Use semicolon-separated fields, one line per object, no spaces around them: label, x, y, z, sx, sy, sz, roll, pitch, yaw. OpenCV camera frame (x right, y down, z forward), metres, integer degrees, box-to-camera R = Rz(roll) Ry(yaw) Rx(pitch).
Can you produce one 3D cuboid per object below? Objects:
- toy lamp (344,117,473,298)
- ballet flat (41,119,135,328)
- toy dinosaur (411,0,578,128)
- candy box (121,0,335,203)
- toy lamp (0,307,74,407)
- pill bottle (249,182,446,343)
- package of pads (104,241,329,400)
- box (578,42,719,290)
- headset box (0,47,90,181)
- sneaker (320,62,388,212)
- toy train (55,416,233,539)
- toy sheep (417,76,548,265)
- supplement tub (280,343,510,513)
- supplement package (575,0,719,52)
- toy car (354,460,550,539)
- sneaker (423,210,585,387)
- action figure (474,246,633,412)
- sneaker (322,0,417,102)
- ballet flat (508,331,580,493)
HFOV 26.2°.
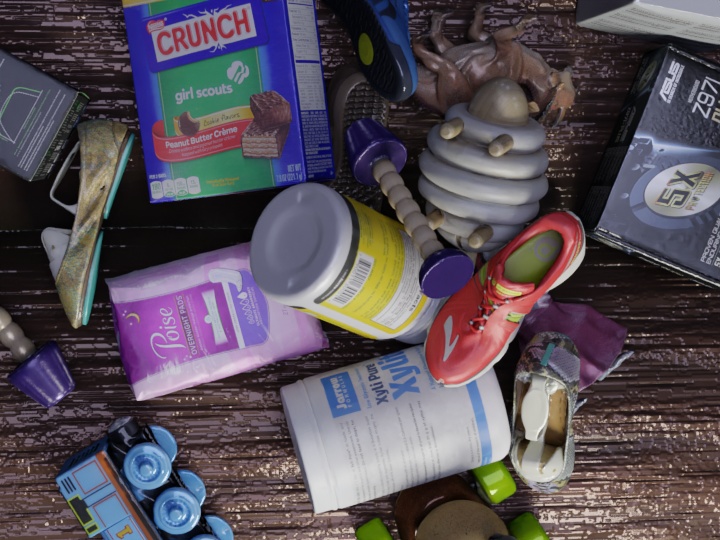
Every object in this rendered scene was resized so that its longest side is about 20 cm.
toy lamp;0.039;-0.063;1.392;0.058;0.058;0.200;-27;52;-5
ballet flat;-0.269;-0.048;1.479;0.070;0.071;0.201;14;86;-8
toy dinosaur;0.115;-0.184;1.515;0.199;0.086;0.136;-9;116;4
candy box;-0.123;-0.173;1.453;0.168;0.077;0.201;-6;93;22
toy lamp;-0.348;0.044;1.471;0.058;0.058;0.200;-41;96;-3
pill bottle;0.000;0.000;1.448;0.200;0.114;0.115;25;90;-49
package of pads;-0.139;0.042;1.496;0.199;0.076;0.121;-15;93;-6
box;0.330;-0.100;1.542;0.163;0.086;0.201;23;91;-8
headset box;-0.358;-0.168;1.405;0.199;0.174;0.093;29;90;-7
sneaker;-0.015;-0.104;1.513;0.070;0.076;0.201;7;112;-21
toy train;-0.204;0.241;1.499;0.114;0.087;0.201;-30;99;5
toy sheep;0.113;-0.085;1.454;0.137;0.138;0.201;13;112;-8
supplement tub;0.033;0.146;1.496;0.199;0.132;0.133;-16;95;-7
supplement package;0.312;-0.321;1.469;0.146;0.200;0.193;10;92;-8
toy car;0.104;0.278;1.479;0.164;0.200;0.158;-32;97;-4
sneaker;0.126;0.020;1.417;0.077;0.085;0.200;40;93;11
action figure;0.169;0.042;1.543;0.200;0.134;0.149;45;130;4
sneaker;0.024;-0.240;1.460;0.078;0.066;0.201;-8;50;-25
ballet flat;0.169;0.151;1.476;0.072;0.072;0.201;-6;127;-7
